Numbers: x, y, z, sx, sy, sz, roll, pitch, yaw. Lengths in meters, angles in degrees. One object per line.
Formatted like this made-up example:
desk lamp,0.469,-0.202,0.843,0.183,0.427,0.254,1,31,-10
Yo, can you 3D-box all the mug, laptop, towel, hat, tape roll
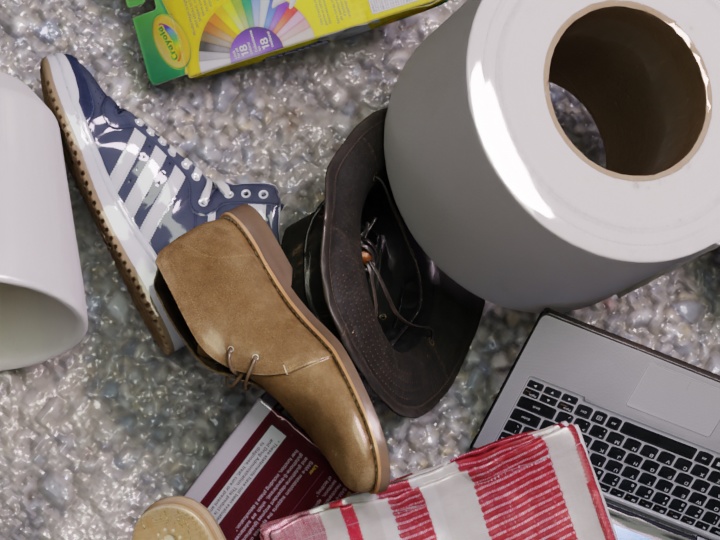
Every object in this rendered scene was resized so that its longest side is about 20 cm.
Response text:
mug,-0.256,-0.038,1.309,0.186,0.149,0.154,4,66,-16
laptop,0.156,0.159,1.345,0.186,0.200,0.116,21,38,-5
towel,0.055,0.185,1.274,0.199,0.023,0.145,-20,92,3
hat,0.000,0.000,1.365,0.081,0.200,0.202,-11,73,30
tape roll,0.129,-0.086,1.300,0.202,0.139,0.204,5,74,-19

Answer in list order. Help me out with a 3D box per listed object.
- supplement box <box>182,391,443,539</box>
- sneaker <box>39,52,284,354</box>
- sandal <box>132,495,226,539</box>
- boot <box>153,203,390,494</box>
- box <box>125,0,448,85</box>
supplement box,-0.011,0.175,1.318,0.200,0.061,0.109,39,95,2
sneaker,-0.119,-0.059,1.373,0.108,0.070,0.201,-26,88,-11
sandal,-0.082,0.238,1.270,0.077,0.070,0.212,-23,97,16
boot,-0.053,0.056,1.277,0.075,0.074,0.200,-23,64,-26
box,-0.054,-0.197,1.397,0.199,0.048,0.118,-16,92,8
